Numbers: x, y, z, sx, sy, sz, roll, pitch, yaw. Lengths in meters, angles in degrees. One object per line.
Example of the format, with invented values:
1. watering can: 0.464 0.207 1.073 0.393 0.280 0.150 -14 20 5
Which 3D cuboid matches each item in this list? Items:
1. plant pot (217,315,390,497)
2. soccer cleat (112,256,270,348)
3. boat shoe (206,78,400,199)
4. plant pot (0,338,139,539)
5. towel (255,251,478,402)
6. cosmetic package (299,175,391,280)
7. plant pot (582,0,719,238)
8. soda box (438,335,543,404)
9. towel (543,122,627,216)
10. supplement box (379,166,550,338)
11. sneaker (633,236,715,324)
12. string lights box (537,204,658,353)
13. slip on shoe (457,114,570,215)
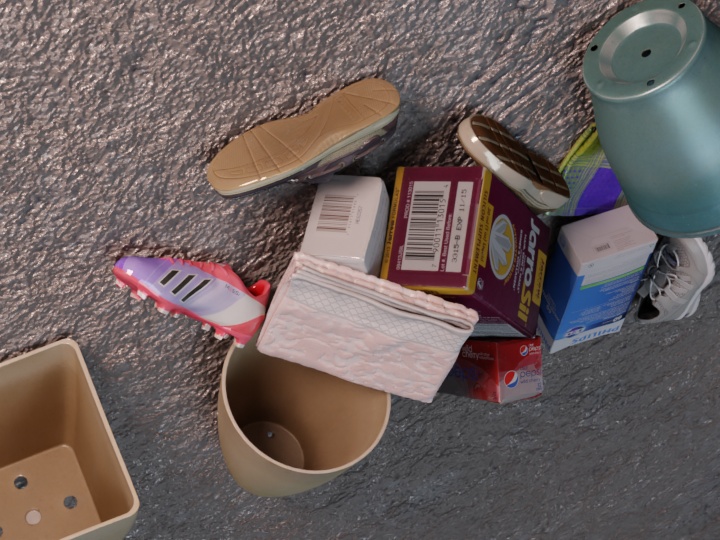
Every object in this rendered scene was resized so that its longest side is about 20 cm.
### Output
1. plant pot: -0.084 0.174 1.757 0.186 0.188 0.200 -12 156 -25
2. soccer cleat: -0.168 0.014 1.589 0.200 0.066 0.077 30 85 -46
3. boat shoe: -0.049 -0.112 1.500 0.199 0.072 0.065 -29 141 -12
4. plant pot: -0.342 0.222 1.608 0.199 0.201 0.177 -21 156 -13
5. towel: 0.003 0.065 1.610 0.199 0.032 0.191 18 149 -5
6. cosmetic package: 0.000 0.000 1.633 0.073 0.102 0.200 5 149 17
7. plant pot: 0.324 -0.168 1.609 0.200 0.201 0.188 -36 131 8
8. soda box: 0.123 0.104 1.794 0.063 0.200 0.071 -6 95 -31
9. towel: 0.305 -0.114 1.799 0.199 0.023 0.144 0 136 -37
10. supplement box: 0.112 -0.015 1.644 0.102 0.132 0.200 2 165 27
11. sneaker: 0.384 0.010 1.964 0.082 0.075 0.201 -23 145 -13
12. string lights box: 0.275 0.013 1.883 0.102 0.059 0.201 -17 150 -17
13. slip on shoe: 0.150 -0.103 1.663 0.060 0.076 0.200 -33 153 22
